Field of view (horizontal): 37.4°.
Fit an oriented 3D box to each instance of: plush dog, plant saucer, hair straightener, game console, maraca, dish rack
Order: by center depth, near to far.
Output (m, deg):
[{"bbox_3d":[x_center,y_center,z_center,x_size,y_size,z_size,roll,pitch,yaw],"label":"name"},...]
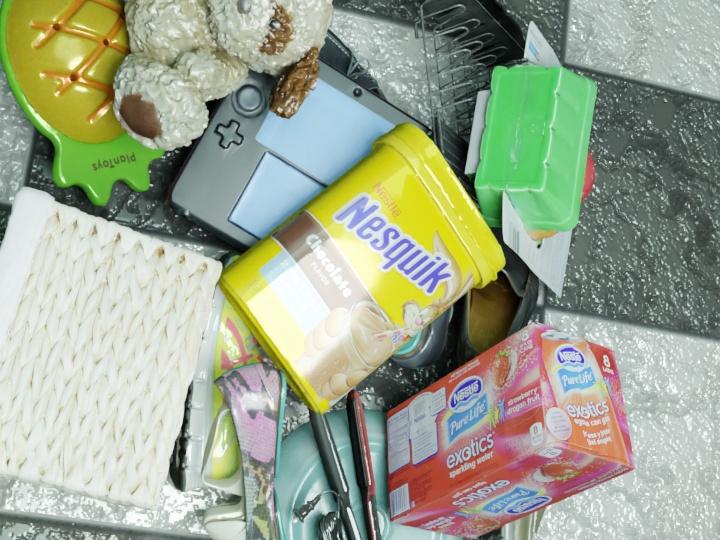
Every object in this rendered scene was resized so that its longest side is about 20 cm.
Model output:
[{"bbox_3d":[-0.105,-0.205,0.859,0.168,0.160,0.204,-4,98,10],"label":"plush dog"},{"bbox_3d":[-0.021,0.206,0.886,0.075,0.041,0.204,-8,85,-16],"label":"hair straightener"},{"bbox_3d":[-0.233,-0.158,0.902,0.136,0.106,0.204,-24,100,-40],"label":"maraca"},{"bbox_3d":[-0.042,-0.083,0.922,0.198,0.031,0.179,30,81,-7],"label":"game console"},{"bbox_3d":[0.003,0.221,0.923,0.196,0.036,0.204,3,78,-14],"label":"plant saucer"},{"bbox_3d":[0.108,-0.158,0.969,0.153,0.054,0.204,27,53,-50],"label":"dish rack"}]

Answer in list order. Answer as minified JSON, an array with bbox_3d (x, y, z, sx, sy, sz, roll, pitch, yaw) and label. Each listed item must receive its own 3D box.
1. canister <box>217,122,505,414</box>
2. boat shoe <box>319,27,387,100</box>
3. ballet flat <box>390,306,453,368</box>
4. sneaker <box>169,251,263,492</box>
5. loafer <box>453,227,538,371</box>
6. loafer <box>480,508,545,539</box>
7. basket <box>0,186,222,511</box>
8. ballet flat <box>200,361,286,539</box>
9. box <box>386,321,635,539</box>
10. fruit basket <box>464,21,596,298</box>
[{"bbox_3d":[0.000,0.000,0.868,0.199,0.086,0.150,-39,103,-11],"label":"canister"},{"bbox_3d":[-0.014,-0.161,0.982,0.074,0.062,0.202,-32,88,-17],"label":"boat shoe"},{"bbox_3d":[0.065,-0.006,0.974,0.072,0.073,0.204,14,72,-11],"label":"ballet flat"},{"bbox_3d":[-0.108,0.087,0.907,0.089,0.078,0.204,9,82,-21],"label":"sneaker"},{"bbox_3d":[0.125,0.018,0.955,0.071,0.073,0.203,4,56,7],"label":"loafer"},{"bbox_3d":[0.150,0.186,0.948,0.068,0.075,0.204,7,77,-9],"label":"loafer"},{"bbox_3d":[-0.216,0.069,0.814,0.158,0.198,0.204,16,75,-15],"label":"basket"},{"bbox_3d":[-0.092,0.172,0.847,0.070,0.069,0.204,-4,103,-13],"label":"ballet flat"},{"bbox_3d":[0.112,0.135,0.855,0.094,0.200,0.101,18,53,-29],"label":"box"},{"bbox_3d":[0.158,-0.089,0.932,0.092,0.200,0.189,6,79,21],"label":"fruit basket"}]
